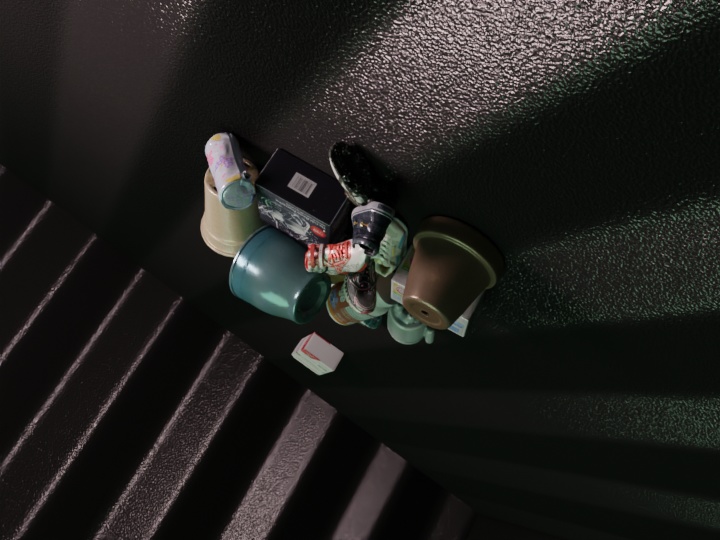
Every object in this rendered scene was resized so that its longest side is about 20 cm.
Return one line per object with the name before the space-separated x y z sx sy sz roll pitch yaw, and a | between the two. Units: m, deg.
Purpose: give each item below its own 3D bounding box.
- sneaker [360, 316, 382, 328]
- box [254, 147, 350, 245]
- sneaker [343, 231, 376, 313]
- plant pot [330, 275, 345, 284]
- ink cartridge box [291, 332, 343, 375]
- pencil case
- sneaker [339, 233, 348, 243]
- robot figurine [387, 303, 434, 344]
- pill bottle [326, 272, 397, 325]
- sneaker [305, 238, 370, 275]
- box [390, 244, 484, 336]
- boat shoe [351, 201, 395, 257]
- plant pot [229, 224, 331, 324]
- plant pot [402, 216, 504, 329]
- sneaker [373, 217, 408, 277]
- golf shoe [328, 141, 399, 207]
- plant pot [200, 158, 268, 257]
sneaker | -0.033 0.105 2.173 0.199 0.078 0.091 40 163 -14
box | -0.128 -0.149 1.684 0.198 0.105 0.183 30 161 8
sneaker | 0.000 0.000 1.723 0.079 0.204 0.075 -3 167 -19
plant pot | -0.032 -0.001 1.871 0.195 0.028 0.200 -3 165 -1
ink cartridge box | -0.167 0.322 2.846 0.146 0.084 0.200 36 159 -9
pencil case | -0.292 -0.224 1.656 0.082 0.201 0.092 1 129 -26
sneaker | -0.058 -0.037 1.882 0.116 0.075 0.201 20 158 23
robot figurine | 0.126 0.121 1.910 0.169 0.113 0.201 43 163 16
pill bottle | 0.010 0.065 1.855 0.112 0.113 0.198 40 144 -23
sneaker | -0.055 -0.031 1.619 0.106 0.069 0.201 7 167 -22
box | 0.175 0.046 1.682 0.197 0.102 0.113 27 160 14
boat shoe | 0.008 -0.076 1.483 0.070 0.092 0.200 25 171 -8
plant pot | -0.178 0.025 1.759 0.187 0.201 0.201 33 162 26
plant pot | 0.170 0.017 1.520 0.198 0.176 0.201 29 159 12
sneaker | 0.059 -0.059 1.648 0.076 0.081 0.201 25 157 23
golf shoe | -0.013 -0.176 1.494 0.094 0.078 0.200 6 146 50
plant pot | -0.304 -0.169 1.816 0.198 0.202 0.185 26 148 15
